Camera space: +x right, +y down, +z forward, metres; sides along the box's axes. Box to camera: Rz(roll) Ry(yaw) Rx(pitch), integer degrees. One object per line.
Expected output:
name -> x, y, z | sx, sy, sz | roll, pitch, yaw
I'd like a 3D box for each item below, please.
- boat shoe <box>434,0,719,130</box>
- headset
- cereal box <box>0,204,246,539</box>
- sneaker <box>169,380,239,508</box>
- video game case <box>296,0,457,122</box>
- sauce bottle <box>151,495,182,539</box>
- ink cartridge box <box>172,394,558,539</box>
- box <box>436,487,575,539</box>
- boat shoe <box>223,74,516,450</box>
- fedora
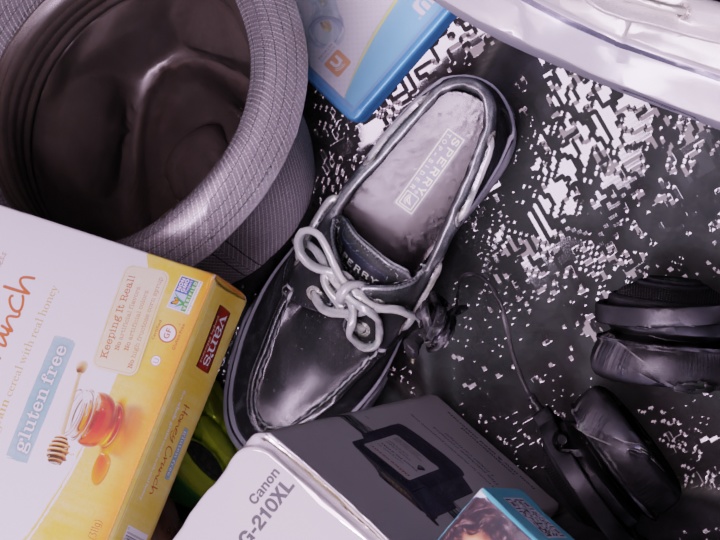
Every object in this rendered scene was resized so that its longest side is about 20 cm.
boat shoe -> 0.120, -0.110, 1.278 | 0.200, 0.072, 0.066 | 23, 92, 14
headset -> 0.116, 0.057, 1.264 | 0.200, 0.094, 0.124 | 26, 96, 4
cereal box -> -0.162, 0.044, 1.220 | 0.200, 0.040, 0.144 | 17, 80, 25
sneaker -> -0.141, 0.055, 1.364 | 0.200, 0.074, 0.084 | 30, 118, 16
video game case -> -0.025, -0.185, 1.350 | 0.200, 0.018, 0.143 | 44, 101, 13
sauce bottle -> -0.106, 0.134, 1.293 | 0.065, 0.065, 0.200 | 7, 131, 17
ink cartridge box -> -0.017, 0.137, 1.242 | 0.084, 0.200, 0.145 | 41, 105, 15
box -> 0.021, 0.185, 1.144 | 0.082, 0.049, 0.200 | 42, 100, 20
boat shoe -> 0.002, 0.001, 1.304 | 0.074, 0.068, 0.199 | 39, 95, 5
fedora -> -0.087, -0.064, 1.312 | 0.177, 0.090, 0.200 | -42, 50, 7
